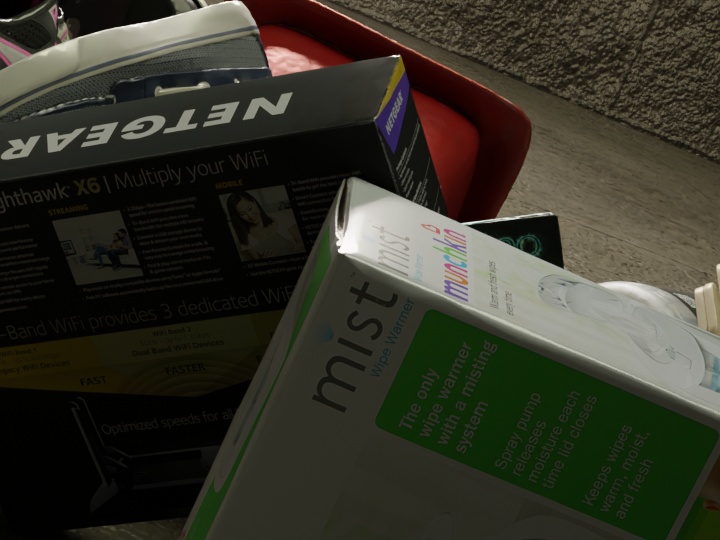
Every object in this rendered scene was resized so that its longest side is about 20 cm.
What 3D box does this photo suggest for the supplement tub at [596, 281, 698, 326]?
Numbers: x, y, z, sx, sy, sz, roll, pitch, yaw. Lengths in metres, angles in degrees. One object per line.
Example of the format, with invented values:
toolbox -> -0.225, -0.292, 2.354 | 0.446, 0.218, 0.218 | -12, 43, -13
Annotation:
supplement tub -> 0.205, 0.076, 1.337 | 0.122, 0.123, 0.200 | 34, 16, 38

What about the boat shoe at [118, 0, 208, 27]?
boat shoe -> -0.112, -0.063, 1.164 | 0.073, 0.202, 0.063 | -6, -12, 33

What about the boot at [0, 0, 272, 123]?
boot -> -0.114, -0.072, 1.080 | 0.200, 0.073, 0.091 | -23, 88, -41

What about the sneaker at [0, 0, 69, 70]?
sneaker -> -0.180, -0.118, 1.130 | 0.080, 0.086, 0.200 | 35, 10, 16

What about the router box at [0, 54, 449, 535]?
router box -> -0.062, 0.015, 0.797 | 0.199, 0.158, 0.052 | -8, 30, 17

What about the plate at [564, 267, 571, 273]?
plate -> 0.104, 0.097, 1.007 | 0.026, 0.201, 0.200 | -15, 1, 18

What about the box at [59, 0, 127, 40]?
box -> -0.233, -0.179, 1.214 | 0.122, 0.106, 0.200 | 37, 14, 29

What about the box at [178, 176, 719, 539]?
box -> 0.032, 0.098, 0.718 | 0.176, 0.200, 0.097 | 24, 17, -7

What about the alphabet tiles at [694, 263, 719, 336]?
alphabet tiles -> 0.224, 0.101, 1.194 | 0.200, 0.015, 0.196 | 57, 24, -42

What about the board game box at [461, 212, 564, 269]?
board game box -> 0.000, 0.000, 1.015 | 0.135, 0.028, 0.200 | -7, -1, -14

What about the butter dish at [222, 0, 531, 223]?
butter dish -> -0.032, -0.032, 1.221 | 0.200, 0.200, 0.148 | 27, 27, 0
